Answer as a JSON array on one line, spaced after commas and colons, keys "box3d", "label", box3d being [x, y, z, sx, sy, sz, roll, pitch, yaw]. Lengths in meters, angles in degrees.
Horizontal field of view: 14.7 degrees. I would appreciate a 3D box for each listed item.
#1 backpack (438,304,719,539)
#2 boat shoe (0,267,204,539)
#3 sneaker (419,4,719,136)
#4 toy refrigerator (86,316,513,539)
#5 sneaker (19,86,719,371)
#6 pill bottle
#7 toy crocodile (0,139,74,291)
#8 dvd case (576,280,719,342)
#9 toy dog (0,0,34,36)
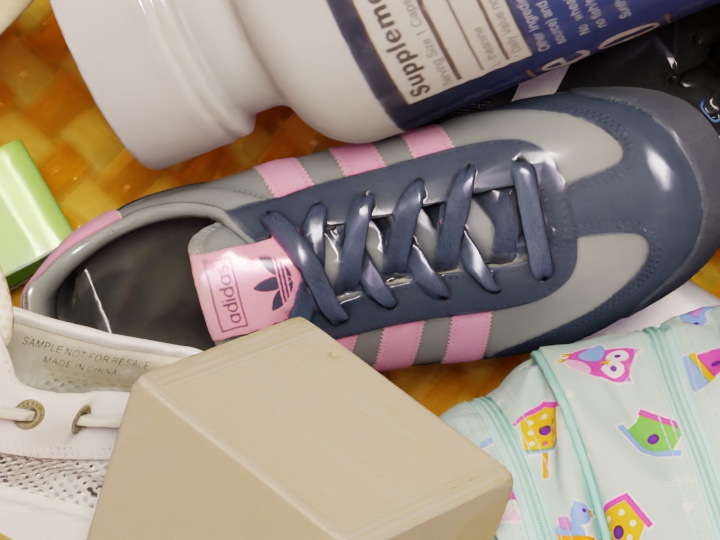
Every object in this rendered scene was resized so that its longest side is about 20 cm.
[{"box3d": [0.096, 0.106, 0.720, 0.126, 0.167, 0.200, -16, 70, -7], "label": "backpack"}, {"box3d": [-0.112, 0.019, 0.680, 0.069, 0.200, 0.071, -58, 45, 13], "label": "boat shoe"}, {"box3d": [0.097, -0.074, 0.801, 0.112, 0.073, 0.200, 36, 92, 17], "label": "sneaker"}, {"box3d": [-0.033, 0.118, 0.717, 0.076, 0.070, 0.200, 35, 123, 28], "label": "toy refrigerator"}, {"box3d": [0.000, 0.000, 0.749, 0.200, 0.082, 0.070, -15, 93, 29], "label": "sneaker"}, {"box3d": [0.022, -0.099, 0.724, 0.200, 0.111, 0.111, -22, 81, 9], "label": "pill bottle"}, {"box3d": [-0.176, 0.023, 0.796, 0.200, 0.062, 0.068, -26, 82, -5], "label": "toy crocodile"}, {"box3d": [0.124, 0.103, 0.805, 0.200, 0.018, 0.143, 32, 81, 5], "label": "dvd case"}, {"box3d": [-0.158, -0.055, 0.724, 0.132, 0.096, 0.200, 24, 85, -9], "label": "toy dog"}]
